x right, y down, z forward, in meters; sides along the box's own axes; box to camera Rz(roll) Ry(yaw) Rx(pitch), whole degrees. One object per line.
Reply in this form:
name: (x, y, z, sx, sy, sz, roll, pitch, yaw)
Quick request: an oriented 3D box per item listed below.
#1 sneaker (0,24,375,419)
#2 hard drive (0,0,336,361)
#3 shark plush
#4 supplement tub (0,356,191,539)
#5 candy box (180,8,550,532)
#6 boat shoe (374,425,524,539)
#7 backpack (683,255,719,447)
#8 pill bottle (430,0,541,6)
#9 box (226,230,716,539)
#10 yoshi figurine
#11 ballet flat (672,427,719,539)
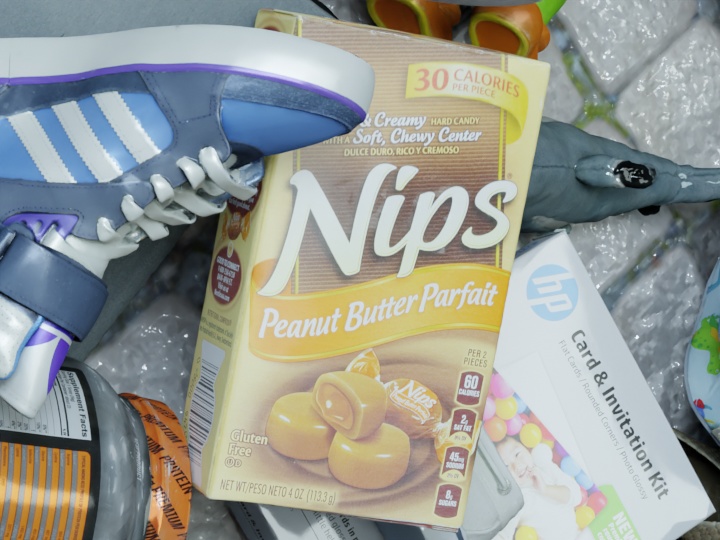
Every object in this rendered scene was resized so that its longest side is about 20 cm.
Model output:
sneaker: (-0.095, -0.013, 1.098, 0.081, 0.200, 0.147, 47, 45, -72)
hard drive: (-0.122, -0.065, 1.197, 0.140, 0.033, 0.200, 35, 98, -27)
shark plush: (0.105, -0.036, 1.374, 0.200, 0.083, 0.091, 17, 78, -31)
supplement tub: (-0.177, 0.087, 1.154, 0.200, 0.123, 0.123, 11, 82, -29)
candy box: (0.000, 0.000, 1.184, 0.115, 0.055, 0.200, 9, 96, -22)
boat shoe: (0.018, 0.030, 1.262, 0.086, 0.075, 0.202, -31, 98, -20)
backpack: (0.267, 0.046, 1.424, 0.200, 0.147, 0.183, 47, 41, -19)
pill bottle: (0.048, -0.219, 1.204, 0.113, 0.113, 0.200, 12, 82, -32)
box: (0.047, 0.097, 1.327, 0.200, 0.041, 0.156, -31, 95, -23)
yoshi figurine: (0.084, -0.190, 1.356, 0.112, 0.112, 0.200, 41, 61, -15)
ballet flat: (0.135, 0.097, 1.409, 0.200, 0.046, 0.067, 26, 74, -29)
